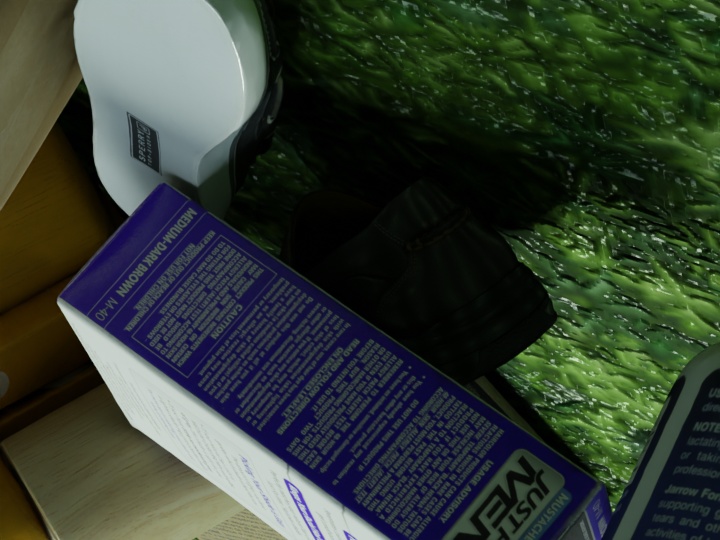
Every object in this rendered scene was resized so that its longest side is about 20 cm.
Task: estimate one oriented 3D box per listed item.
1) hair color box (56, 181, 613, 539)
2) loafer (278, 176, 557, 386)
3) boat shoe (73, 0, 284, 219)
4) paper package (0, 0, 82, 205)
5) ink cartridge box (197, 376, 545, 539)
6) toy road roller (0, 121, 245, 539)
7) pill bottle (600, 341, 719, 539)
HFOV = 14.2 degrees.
[{"bbox_3d":[-0.004,0.063,1.005,0.200,0.065,0.109,36,165,25],"label":"hair color box"},{"bbox_3d":[0.000,0.000,1.093,0.200,0.073,0.072,-8,114,60],"label":"loafer"},{"bbox_3d":[-0.057,-0.072,0.992,0.069,0.057,0.200,35,159,6],"label":"boat shoe"},{"bbox_3d":[-0.219,-0.060,0.997,0.190,0.200,0.104,22,158,16],"label":"paper package"},{"bbox_3d":[-0.016,0.081,1.268,0.200,0.075,0.165,8,150,43],"label":"ink cartridge box"},{"bbox_3d":[-0.128,0.020,1.146,0.200,0.123,0.146,48,164,52],"label":"toy road roller"},{"bbox_3d":[0.138,0.092,0.931,0.115,0.200,0.116,24,160,9],"label":"pill bottle"}]
